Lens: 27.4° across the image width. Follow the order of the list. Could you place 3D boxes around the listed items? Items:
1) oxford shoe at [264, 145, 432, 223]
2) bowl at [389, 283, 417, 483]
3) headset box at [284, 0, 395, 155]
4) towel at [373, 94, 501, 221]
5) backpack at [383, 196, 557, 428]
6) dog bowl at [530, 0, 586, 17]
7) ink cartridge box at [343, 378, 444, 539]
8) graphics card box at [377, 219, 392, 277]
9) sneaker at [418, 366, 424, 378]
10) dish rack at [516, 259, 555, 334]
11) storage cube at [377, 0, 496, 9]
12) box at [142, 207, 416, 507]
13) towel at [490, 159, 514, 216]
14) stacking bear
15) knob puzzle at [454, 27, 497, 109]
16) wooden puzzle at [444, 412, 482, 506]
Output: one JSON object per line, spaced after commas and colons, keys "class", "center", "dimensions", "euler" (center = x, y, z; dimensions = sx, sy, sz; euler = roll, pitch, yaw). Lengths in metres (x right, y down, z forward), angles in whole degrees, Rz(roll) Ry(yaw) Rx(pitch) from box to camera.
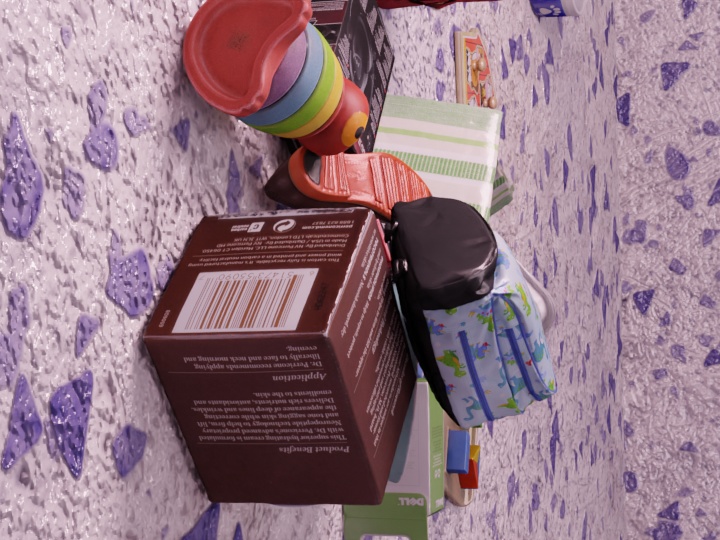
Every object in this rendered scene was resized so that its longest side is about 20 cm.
{"class": "oxford shoe", "center": [-0.007, -0.078, 1.480], "dimensions": [0.199, 0.072, 0.072], "euler": [16, 59, -39]}
{"class": "bowl", "center": [-0.007, 0.108, 1.467], "dimensions": [0.201, 0.104, 0.202], "euler": [-177, -90, -84]}
{"class": "headset box", "center": [-0.031, -0.198, 1.512], "dimensions": [0.149, 0.077, 0.201], "euler": [66, 30, -48]}
{"class": "towel", "center": [0.078, -0.103, 1.713], "dimensions": [0.023, 0.152, 0.201], "euler": [99, -1, -70]}
{"class": "backpack", "center": [0.102, 0.049, 1.343], "dimensions": [0.163, 0.153, 0.201], "euler": [-106, -169, -60]}
{"class": "dog bowl", "center": [0.352, -0.556, 2.652], "dimensions": [0.200, 0.078, 0.201], "euler": [-1, 90, -72]}
{"class": "ink cartridge box", "center": [0.037, 0.221, 1.646], "dimensions": [0.059, 0.103, 0.201], "euler": [1, 88, -70]}
{"class": "graphics card box", "center": [0.000, 0.000, 1.513], "dimensions": [0.051, 0.125, 0.200], "euler": [71, 16, 10]}
{"class": "sneaker", "center": [0.050, 0.091, 1.735], "dimensions": [0.200, 0.077, 0.076], "euler": [64, 32, -48]}
{"class": "dish rack", "center": [0.137, 0.032, 1.810], "dimensions": [0.043, 0.200, 0.172], "euler": [-27, 156, -34]}
{"class": "storage cube", "center": [0.067, -0.403, 1.669], "dimensions": [0.180, 0.170, 0.201], "euler": [-2, 92, -70]}
{"class": "box", "center": [-0.062, 0.075, 1.270], "dimensions": [0.165, 0.165, 0.201], "euler": [-71, 153, -48]}
{"class": "towel", "center": [0.116, -0.091, 1.848], "dimensions": [0.023, 0.152, 0.200], "euler": [57, 3, 23]}
{"class": "stacking bear", "center": [-0.060, -0.165, 1.326], "dimensions": [0.122, 0.113, 0.200], "euler": [-61, 145, -3]}
{"class": "knob puzzle", "center": [0.184, -0.264, 2.217], "dimensions": [0.220, 0.030, 0.221], "euler": [-2, 90, -71]}
{"class": "wooden puzzle", "center": [0.137, 0.217, 2.030], "dimensions": [0.200, 0.046, 0.186], "euler": [46, 46, -63]}
